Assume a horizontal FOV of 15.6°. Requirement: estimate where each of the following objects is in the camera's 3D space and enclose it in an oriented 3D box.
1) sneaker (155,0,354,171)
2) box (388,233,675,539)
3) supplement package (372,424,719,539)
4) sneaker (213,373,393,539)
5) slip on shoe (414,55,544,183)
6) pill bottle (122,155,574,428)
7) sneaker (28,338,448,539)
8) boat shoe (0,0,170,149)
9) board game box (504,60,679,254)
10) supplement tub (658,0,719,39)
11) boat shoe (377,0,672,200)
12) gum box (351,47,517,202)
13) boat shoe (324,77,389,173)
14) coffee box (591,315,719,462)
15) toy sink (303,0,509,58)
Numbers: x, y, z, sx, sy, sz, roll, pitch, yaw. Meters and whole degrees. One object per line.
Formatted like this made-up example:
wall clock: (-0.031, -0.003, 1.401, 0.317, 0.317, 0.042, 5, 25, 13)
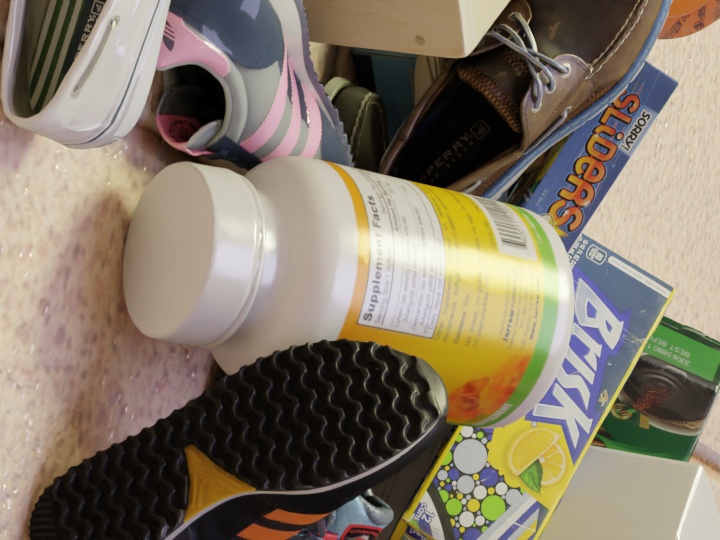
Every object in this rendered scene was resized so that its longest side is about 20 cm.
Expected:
sneaker: (-0.061, -0.075, 1.257, 0.082, 0.070, 0.200, -44, 145, -17)
box: (0.092, 0.081, 1.427, 0.200, 0.070, 0.064, -58, 177, -24)
supplement package: (0.095, 0.172, 1.493, 0.122, 0.199, 0.120, -67, 151, -27)
sneaker: (-0.034, 0.130, 1.322, 0.079, 0.095, 0.201, 5, 93, -65)
slip on shoe: (0.062, -0.140, 1.395, 0.076, 0.060, 0.201, 18, 67, -50)
pill bottle: (-0.007, 0.008, 1.247, 0.199, 0.111, 0.112, 12, 87, -33)
sneaker: (-0.049, 0.096, 1.200, 0.090, 0.199, 0.070, 54, 12, -65)
boat shoe: (-0.104, -0.150, 1.102, 0.067, 0.073, 0.201, 0, 98, -68)
board game box: (0.097, -0.028, 1.408, 0.200, 0.034, 0.135, -57, -178, 7)
supplement tub: (0.183, -0.218, 1.586, 0.200, 0.122, 0.123, -74, 163, -65)
boat shoe: (0.081, -0.092, 1.306, 0.200, 0.072, 0.072, -52, 168, 18)
gum box: (0.066, -0.103, 1.524, 0.200, 0.044, 0.171, -54, 144, -46)
boat shoe: (0.001, -0.001, 1.398, 0.072, 0.060, 0.203, -22, 117, -60)
coffee box: (0.141, 0.097, 1.587, 0.044, 0.123, 0.200, -58, 171, -41)
toy sink: (0.028, -0.202, 1.308, 0.200, 0.130, 0.112, -55, 145, -45)
